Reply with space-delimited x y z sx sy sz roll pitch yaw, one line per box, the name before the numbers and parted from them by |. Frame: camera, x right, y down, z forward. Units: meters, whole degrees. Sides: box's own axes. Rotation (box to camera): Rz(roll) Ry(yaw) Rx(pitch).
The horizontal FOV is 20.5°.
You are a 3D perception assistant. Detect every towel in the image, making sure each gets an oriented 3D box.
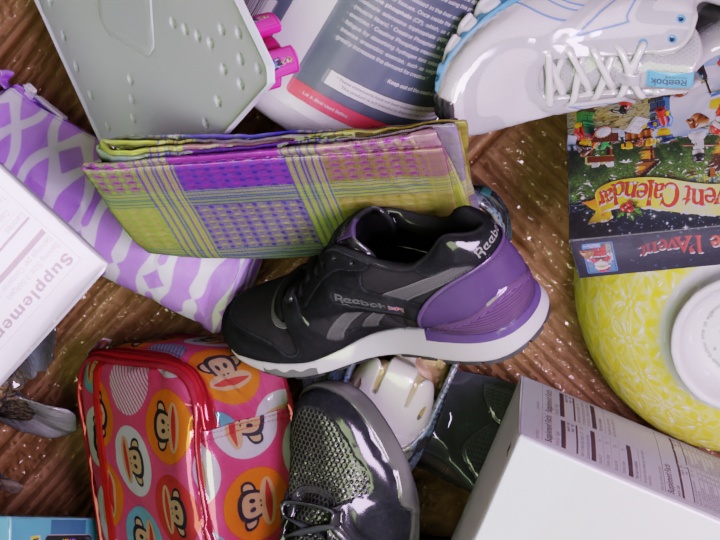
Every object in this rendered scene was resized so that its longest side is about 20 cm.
towel | -0.034 -0.041 1.066 0.199 0.144 0.023 -4 68 9

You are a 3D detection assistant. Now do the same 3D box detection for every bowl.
bowl | 0.216 0.024 1.122 0.199 0.108 0.201 3 109 9

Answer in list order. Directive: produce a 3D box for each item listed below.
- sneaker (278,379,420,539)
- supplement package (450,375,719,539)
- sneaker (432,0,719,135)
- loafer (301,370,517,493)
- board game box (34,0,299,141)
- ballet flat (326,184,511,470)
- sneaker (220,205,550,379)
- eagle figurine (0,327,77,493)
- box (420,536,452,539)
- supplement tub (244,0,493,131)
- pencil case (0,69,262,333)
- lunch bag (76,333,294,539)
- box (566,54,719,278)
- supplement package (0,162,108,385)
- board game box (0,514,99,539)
sneaker | -0.025 0.166 1.103 0.076 0.114 0.200 11 109 38
supplement package | 0.151 0.177 1.101 0.199 0.151 0.152 23 101 1
sneaker | 0.131 -0.117 1.043 0.200 0.087 0.075 -27 137 -21
loafer | 0.057 0.094 1.210 0.199 0.063 0.072 25 81 -3
board game box | -0.118 -0.151 1.075 0.200 0.026 0.200 65 148 9
ballet flat | 0.029 0.040 1.143 0.074 0.074 0.201 21 86 3
sneaker | 0.000 0.000 1.076 0.199 0.076 0.088 -7 131 32
eagle figurine | -0.258 0.045 1.199 0.151 0.151 0.201 -10 94 -6
box | 0.027 0.270 1.273 0.160 0.044 0.201 -2 108 11
supplement tub | 0.017 -0.172 1.073 0.140 0.140 0.200 33 111 -2
pencil case | -0.147 -0.040 1.184 0.200 0.084 0.086 28 90 -1
lunch bag | -0.107 0.138 1.203 0.176 0.082 0.201 4 103 55
box | 0.212 -0.071 1.078 0.199 0.137 0.038 -6 144 12
supplement package | -0.252 -0.034 1.060 0.200 0.117 0.117 44 83 -20
board game box | -0.248 0.171 1.208 0.150 0.200 0.047 -1 82 10
